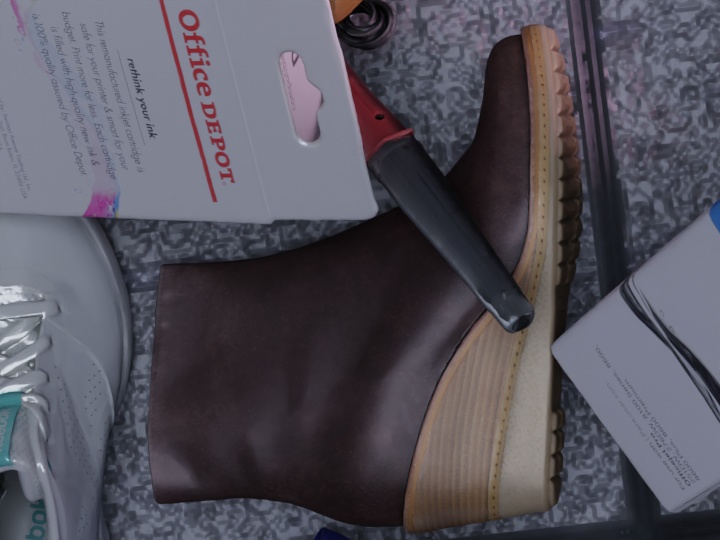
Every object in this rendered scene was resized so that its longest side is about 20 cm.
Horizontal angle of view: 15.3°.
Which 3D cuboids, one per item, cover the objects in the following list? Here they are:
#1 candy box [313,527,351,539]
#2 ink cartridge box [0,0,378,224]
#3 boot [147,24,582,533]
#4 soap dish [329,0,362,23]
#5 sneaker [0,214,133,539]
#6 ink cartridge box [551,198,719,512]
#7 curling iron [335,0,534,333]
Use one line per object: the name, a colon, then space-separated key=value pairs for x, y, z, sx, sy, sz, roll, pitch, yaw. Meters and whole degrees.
candy box: x=-0.028 y=0.208 z=1.000 sx=0.077 sy=0.169 sz=0.201 roll=23 pitch=93 yaw=2
ink cartridge box: x=-0.085 y=-0.084 z=1.009 sx=0.199 sy=0.067 sz=0.118 roll=3 pitch=128 yaw=22
boot: x=0.000 y=0.000 z=1.047 sx=0.165 sy=0.072 sz=0.201 roll=3 pitch=83 yaw=12
soap dish: x=-0.025 y=-0.220 z=1.027 sx=0.200 sy=0.081 sz=0.157 roll=44 pitch=80 yaw=7
sneaker: x=-0.132 y=0.057 z=1.052 sx=0.075 sy=0.088 sz=0.201 roll=-4 pitch=88 yaw=7
ink cartridge box: x=0.172 y=-0.006 z=0.943 sx=0.144 sy=0.200 sz=0.084 roll=-34 pitch=84 yaw=-25
curling iron: x=0.017 y=-0.054 z=1.017 sx=0.049 sy=0.026 sz=0.200 roll=-33 pitch=53 yaw=8
